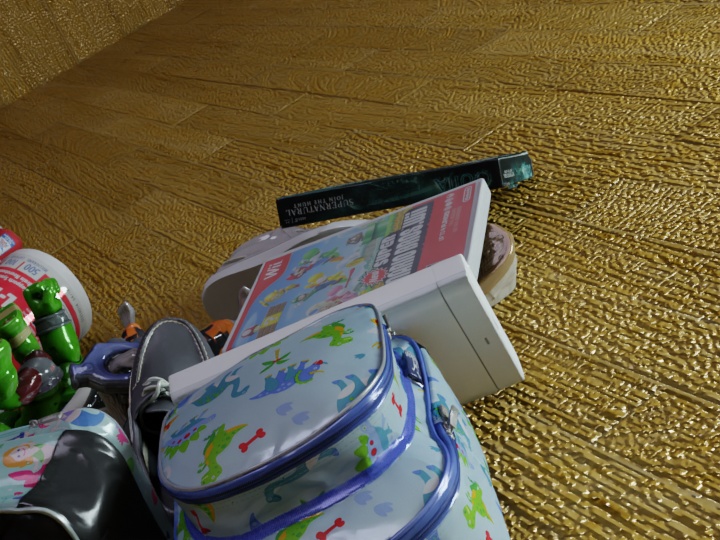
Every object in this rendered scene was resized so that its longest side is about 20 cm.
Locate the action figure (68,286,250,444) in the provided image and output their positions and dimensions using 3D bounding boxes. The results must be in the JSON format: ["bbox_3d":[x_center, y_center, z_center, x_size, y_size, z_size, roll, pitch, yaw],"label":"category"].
[{"bbox_3d":[-0.120,0.090,0.969,0.198,0.105,0.194,5,32,-2],"label":"action figure"}]

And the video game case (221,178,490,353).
[{"bbox_3d":[0.000,0.000,0.927,0.199,0.018,0.143,-20,24,20],"label":"video game case"}]

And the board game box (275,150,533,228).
[{"bbox_3d":[0.042,-0.072,1.080,0.198,0.028,0.135,-9,5,20],"label":"board game box"}]

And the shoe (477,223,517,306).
[{"bbox_3d":[0.038,0.044,0.914,0.199,0.054,0.070,-35,55,-9],"label":"shoe"}]

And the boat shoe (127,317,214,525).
[{"bbox_3d":[-0.123,0.102,0.841,0.072,0.063,0.201,-2,49,-9],"label":"boat shoe"}]

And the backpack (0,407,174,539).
[{"bbox_3d":[-0.201,0.182,0.703,0.199,0.179,0.151,-19,22,14],"label":"backpack"}]

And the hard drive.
[{"bbox_3d":[-0.005,0.070,0.797,0.199,0.132,0.027,-23,51,10],"label":"hard drive"}]

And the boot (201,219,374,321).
[{"bbox_3d":[-0.044,-0.016,1.087,0.199,0.074,0.096,-15,25,21],"label":"boot"}]

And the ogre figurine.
[{"bbox_3d":[-0.276,0.102,1.029,0.098,0.120,0.200,-29,21,5],"label":"ogre figurine"}]

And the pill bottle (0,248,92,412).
[{"bbox_3d":[-0.359,0.077,1.183,0.112,0.113,0.200,-7,30,38],"label":"pill bottle"}]

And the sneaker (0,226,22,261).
[{"bbox_3d":[-0.482,-0.002,1.538,0.112,0.072,0.200,-29,20,3],"label":"sneaker"}]

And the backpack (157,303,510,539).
[{"bbox_3d":[-0.022,0.126,0.668,0.182,0.148,0.200,-28,25,3],"label":"backpack"}]

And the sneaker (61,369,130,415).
[{"bbox_3d":[-0.217,0.134,0.965,0.072,0.072,0.200,-29,17,19],"label":"sneaker"}]
